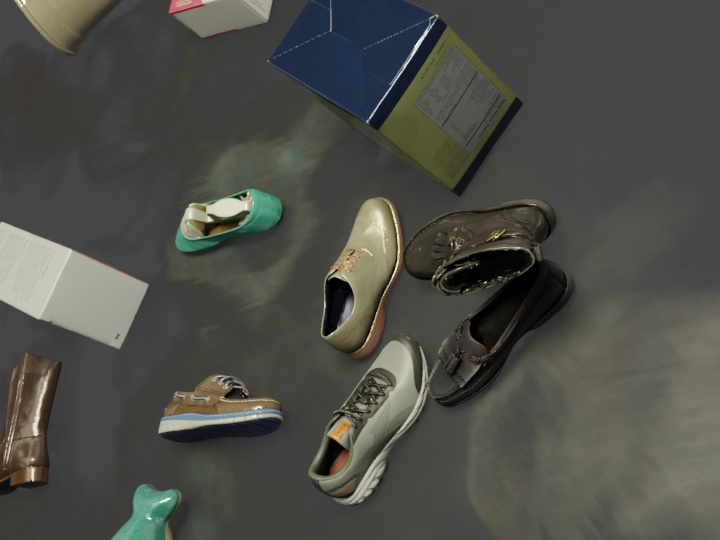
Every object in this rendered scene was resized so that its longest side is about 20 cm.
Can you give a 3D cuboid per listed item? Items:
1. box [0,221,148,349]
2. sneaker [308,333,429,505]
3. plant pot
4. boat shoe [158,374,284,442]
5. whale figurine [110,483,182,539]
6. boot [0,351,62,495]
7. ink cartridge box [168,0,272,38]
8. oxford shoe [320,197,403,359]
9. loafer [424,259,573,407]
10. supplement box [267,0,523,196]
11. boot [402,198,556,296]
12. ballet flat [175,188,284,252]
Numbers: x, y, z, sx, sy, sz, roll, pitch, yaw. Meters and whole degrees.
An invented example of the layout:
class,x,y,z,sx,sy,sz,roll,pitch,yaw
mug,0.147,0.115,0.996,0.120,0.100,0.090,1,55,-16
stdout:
class,x,y,z,sx,sy,sz,roll,pitch,yaw
box,-0.440,0.021,1.427,0.199,0.152,0.107,17,81,40
sneaker,0.010,0.161,1.069,0.074,0.079,0.201,22,83,43
plant pot,-0.487,-0.507,1.690,0.183,0.200,0.201,-31,53,8
boat shoe,-0.176,0.168,1.213,0.199,0.072,0.073,-11,63,34
whale figurine,-0.282,0.360,1.188,0.159,0.104,0.201,1,71,38
boot,-0.531,0.230,1.463,0.186,0.064,0.201,-11,67,19
ink cartridge box,-0.200,-0.478,1.508,0.144,0.084,0.201,-3,69,36
oxford shoe,0.000,0.000,1.150,0.071,0.074,0.201,-5,68,36
loafer,0.135,0.061,1.027,0.200,0.063,0.072,-46,51,12
supplement box,0.042,-0.217,1.130,0.200,0.200,0.135,39,96,41
boot,0.108,-0.016,1.010,0.199,0.174,0.069,-20,100,28
ballet flat,-0.198,-0.074,1.338,0.199,0.070,0.068,-12,64,34
